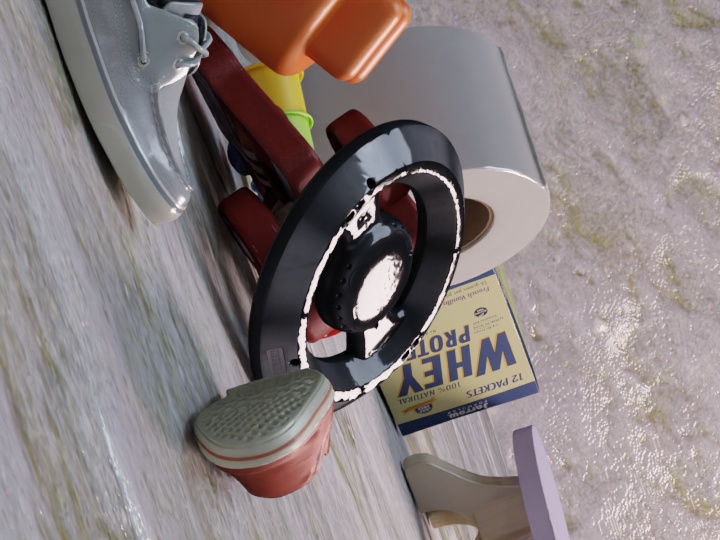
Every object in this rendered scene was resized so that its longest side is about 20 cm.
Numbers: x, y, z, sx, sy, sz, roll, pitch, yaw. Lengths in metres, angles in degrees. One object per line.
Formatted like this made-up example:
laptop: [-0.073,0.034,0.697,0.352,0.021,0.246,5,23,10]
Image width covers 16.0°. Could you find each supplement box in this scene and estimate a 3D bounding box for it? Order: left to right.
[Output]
supplement box: [0.057,0.000,2.300,0.200,0.134,0.200,66,8,-48]

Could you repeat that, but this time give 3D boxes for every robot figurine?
robot figurine: [-0.062,-0.208,1.686,0.200,0.117,0.144,40,46,5]

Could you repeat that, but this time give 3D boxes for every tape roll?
tape roll: [0.041,-0.087,2.082,0.203,0.202,0.140,61,11,-62]

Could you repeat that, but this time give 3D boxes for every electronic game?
electronic game: [0.000,0.000,1.596,0.042,0.200,0.200,27,-20,30]

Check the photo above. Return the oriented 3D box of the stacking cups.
stacking cups: [-0.053,-0.048,1.827,0.061,0.060,0.201,58,20,-69]

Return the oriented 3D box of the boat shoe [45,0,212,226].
boat shoe: [-0.114,-0.124,1.308,0.070,0.071,0.201,-84,155,-77]

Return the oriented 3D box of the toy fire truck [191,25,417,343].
toy fire truck: [-0.045,-0.060,1.699,0.168,0.112,0.200,52,-5,32]

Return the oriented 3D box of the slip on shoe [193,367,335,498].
slip on shoe: [-0.044,0.089,1.350,0.200,0.074,0.061,-60,135,-89]

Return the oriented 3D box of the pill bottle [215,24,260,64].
pill bottle: [-0.080,-0.241,1.851,0.200,0.108,0.109,66,8,-48]

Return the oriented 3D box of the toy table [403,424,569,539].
toy table: [0.120,0.229,2.283,0.200,0.117,0.184,-86,157,-74]
